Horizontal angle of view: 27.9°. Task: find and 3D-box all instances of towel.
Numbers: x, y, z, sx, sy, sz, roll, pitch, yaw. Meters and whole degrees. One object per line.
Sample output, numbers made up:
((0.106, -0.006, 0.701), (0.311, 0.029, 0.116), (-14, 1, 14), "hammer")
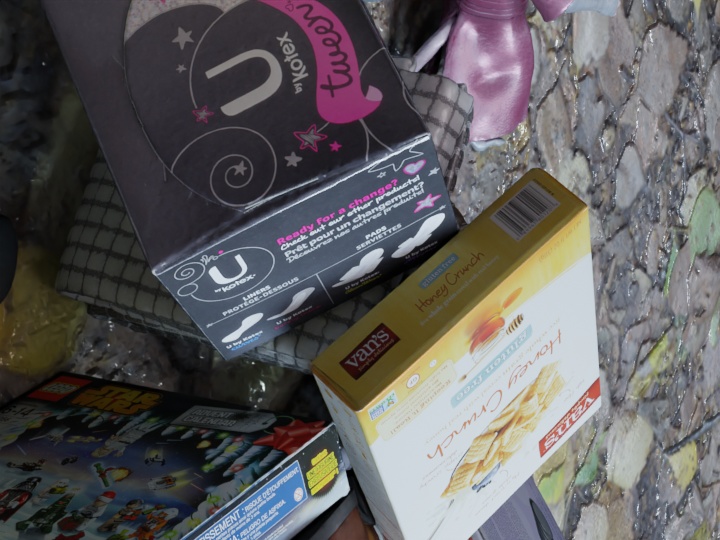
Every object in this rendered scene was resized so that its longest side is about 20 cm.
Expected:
((-0.045, -0.035, 0.752), (0.086, 0.198, 0.168), (44, 62, -60), "towel")

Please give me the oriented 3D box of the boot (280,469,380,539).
((-0.007, 0.211, 0.713), (0.188, 0.068, 0.203), (47, 27, -87), "boot")

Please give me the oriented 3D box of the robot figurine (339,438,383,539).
((-0.039, 0.188, 0.868), (0.199, 0.124, 0.152), (-17, 84, -49), "robot figurine")

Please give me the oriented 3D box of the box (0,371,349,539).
((-0.123, 0.104, 0.678), (0.136, 0.198, 0.040), (-33, 119, -44), "box")

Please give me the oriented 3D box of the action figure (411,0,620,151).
((0.078, -0.188, 0.939), (0.147, 0.134, 0.201), (-22, 145, -23), "action figure")

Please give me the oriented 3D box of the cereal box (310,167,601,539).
((0.057, 0.058, 0.714), (0.144, 0.039, 0.201), (-42, 149, -14), "cereal box")

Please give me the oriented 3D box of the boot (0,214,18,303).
((-0.222, -0.050, 0.628), (0.199, 0.065, 0.167), (35, 77, -46), "boot")

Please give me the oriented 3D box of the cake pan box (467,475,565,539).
((0.055, 0.117, 0.916), (0.202, 0.052, 0.184), (62, 13, 19), "cake pan box")

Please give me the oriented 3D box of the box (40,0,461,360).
((-0.055, -0.088, 0.651), (0.202, 0.131, 0.115), (64, 1, 23), "box")

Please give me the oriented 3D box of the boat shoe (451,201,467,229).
((-0.004, -0.003, 0.925), (0.198, 0.072, 0.060), (-19, 71, -36), "boat shoe")
